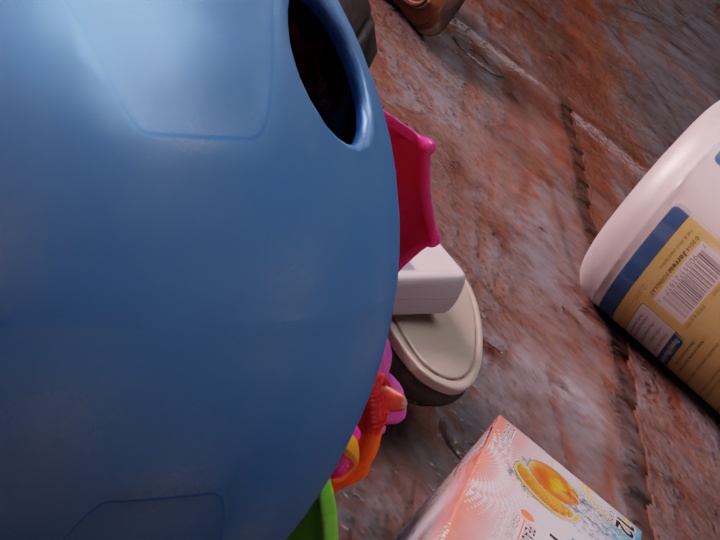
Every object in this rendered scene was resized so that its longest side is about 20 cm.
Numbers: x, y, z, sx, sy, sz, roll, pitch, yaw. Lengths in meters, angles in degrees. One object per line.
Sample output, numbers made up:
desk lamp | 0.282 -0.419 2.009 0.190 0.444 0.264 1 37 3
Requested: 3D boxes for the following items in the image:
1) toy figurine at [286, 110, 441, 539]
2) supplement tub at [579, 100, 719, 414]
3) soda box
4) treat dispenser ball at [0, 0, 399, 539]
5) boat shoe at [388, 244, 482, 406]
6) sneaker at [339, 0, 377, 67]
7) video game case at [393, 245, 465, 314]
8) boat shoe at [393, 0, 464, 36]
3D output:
toy figurine | -0.028 0.007 0.630 0.184 0.149 0.201 -8 73 -64
supplement tub | 0.235 0.018 1.124 0.200 0.145 0.145 42 18 10
soda box | 0.035 0.114 0.619 0.068 0.064 0.200 39 18 1
treat dispenser ball | -0.091 -0.009 0.446 0.200 0.201 0.201 34 18 -13
boat shoe | 0.000 0.000 0.867 0.067 0.057 0.201 24 28 -31
sneaker | -0.072 -0.160 1.063 0.201 0.086 0.080 54 49 -20
video game case | -0.079 -0.048 0.782 0.199 0.023 0.183 -1 41 -42
boat shoe | 0.032 -0.220 1.439 0.071 0.076 0.200 28 11 -19
